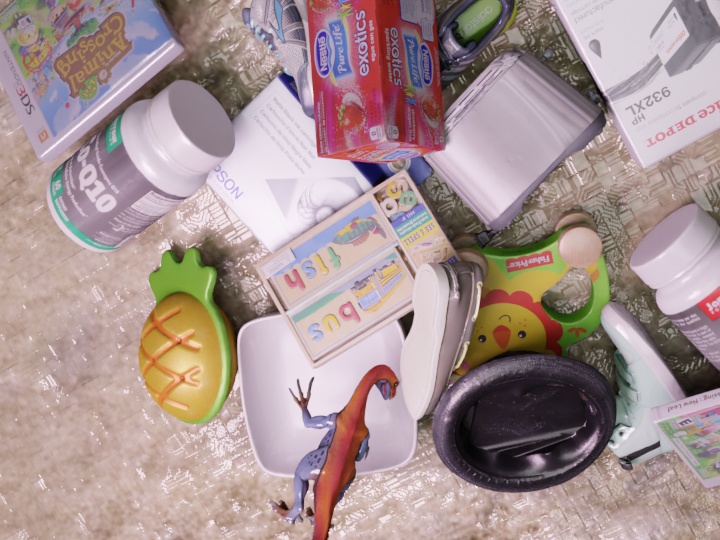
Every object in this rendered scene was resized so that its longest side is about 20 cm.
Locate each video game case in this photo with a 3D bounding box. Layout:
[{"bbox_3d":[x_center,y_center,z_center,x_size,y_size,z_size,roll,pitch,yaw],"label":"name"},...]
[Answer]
[{"bbox_3d":[-0.304,-0.247,1.125,0.199,0.022,0.183,-36,70,14],"label":"video game case"},{"bbox_3d":[0.424,0.167,1.110,0.181,0.022,0.200,-21,140,23],"label":"video game case"}]

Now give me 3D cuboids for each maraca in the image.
[{"bbox_3d":[-0.198,0.075,1.199,0.136,0.107,0.202,-5,90,37],"label":"maraca"}]

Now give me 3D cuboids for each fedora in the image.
[{"bbox_3d":[0.173,0.148,1.144,0.199,0.092,0.202,-2,118,-3],"label":"fedora"}]

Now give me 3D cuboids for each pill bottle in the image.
[{"bbox_3d":[-0.235,-0.112,1.128,0.199,0.113,0.113,-32,99,30],"label":"pill bottle"},{"bbox_3d":[0.388,0.033,1.111,0.200,0.114,0.114,44,105,-5],"label":"pill bottle"}]

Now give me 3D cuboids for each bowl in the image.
[{"bbox_3d":[-0.033,0.133,1.209,0.198,0.075,0.202,-5,103,8],"label":"bowl"}]

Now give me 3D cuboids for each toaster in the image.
[{"bbox_3d":[0.151,-0.137,1.099,0.129,0.114,0.200,44,107,1],"label":"toaster"}]

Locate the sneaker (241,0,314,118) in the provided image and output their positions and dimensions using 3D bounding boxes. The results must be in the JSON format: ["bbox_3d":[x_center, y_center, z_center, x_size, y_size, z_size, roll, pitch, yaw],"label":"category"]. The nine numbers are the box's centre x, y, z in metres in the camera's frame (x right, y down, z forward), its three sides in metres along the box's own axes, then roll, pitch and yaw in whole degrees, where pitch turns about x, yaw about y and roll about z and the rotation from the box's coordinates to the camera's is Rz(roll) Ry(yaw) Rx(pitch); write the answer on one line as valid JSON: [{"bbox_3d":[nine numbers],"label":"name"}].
[{"bbox_3d":[-0.076,-0.256,1.114,0.086,0.078,0.202,-11,86,14],"label":"sneaker"}]

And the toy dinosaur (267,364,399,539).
[{"bbox_3d":[-0.009,0.192,1.112,0.105,0.200,0.182,28,100,-30],"label":"toy dinosaur"}]

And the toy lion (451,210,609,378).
[{"bbox_3d":[0.181,0.048,1.173,0.199,0.069,0.193,-12,109,10],"label":"toy lion"}]

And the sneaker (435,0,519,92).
[{"bbox_3d":[0.084,-0.231,1.099,0.074,0.081,0.200,43,105,-4],"label":"sneaker"}]

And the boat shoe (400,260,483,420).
[{"bbox_3d":[0.084,0.075,1.098,0.060,0.072,0.203,-10,130,-22],"label":"boat shoe"}]

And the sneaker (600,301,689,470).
[{"bbox_3d":[0.290,0.136,1.160,0.118,0.074,0.201,-31,109,14],"label":"sneaker"}]

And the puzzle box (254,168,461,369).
[{"bbox_3d":[0.000,0.000,1.130,0.199,0.025,0.134,-33,81,8],"label":"puzzle box"}]

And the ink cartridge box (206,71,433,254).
[{"bbox_3d":[-0.055,-0.114,1.167,0.200,0.041,0.200,-42,96,14],"label":"ink cartridge box"}]

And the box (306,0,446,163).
[{"bbox_3d":[0.015,-0.214,1.052,0.095,0.099,0.202,-8,85,42],"label":"box"}]

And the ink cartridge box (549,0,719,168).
[{"bbox_3d":[0.303,-0.228,1.071,0.144,0.084,0.201,-28,100,13],"label":"ink cartridge box"}]
